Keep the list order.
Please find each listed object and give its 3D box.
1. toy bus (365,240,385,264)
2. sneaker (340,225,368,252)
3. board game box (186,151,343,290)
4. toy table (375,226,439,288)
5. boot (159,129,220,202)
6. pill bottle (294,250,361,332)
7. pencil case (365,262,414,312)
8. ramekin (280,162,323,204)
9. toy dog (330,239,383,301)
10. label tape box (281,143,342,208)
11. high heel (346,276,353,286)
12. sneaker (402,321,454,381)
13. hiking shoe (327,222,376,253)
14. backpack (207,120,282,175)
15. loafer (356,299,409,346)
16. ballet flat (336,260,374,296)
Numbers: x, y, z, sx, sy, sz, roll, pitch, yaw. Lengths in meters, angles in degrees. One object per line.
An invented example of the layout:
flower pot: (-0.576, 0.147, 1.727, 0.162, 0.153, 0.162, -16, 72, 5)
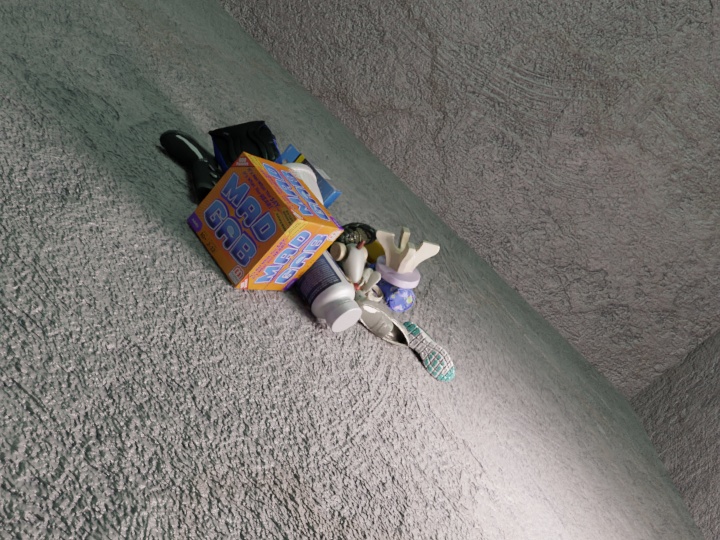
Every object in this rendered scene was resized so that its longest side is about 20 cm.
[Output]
toy bus: (0.061, -0.039, 1.998, 0.078, 0.065, 0.200, 49, -5, -37)
sneaker: (-0.037, -0.071, 1.933, 0.082, 0.074, 0.200, 36, 10, -31)
board game box: (-0.202, -0.098, 1.393, 0.200, 0.200, 0.200, 51, 18, 20)
toy table: (0.116, -0.042, 1.807, 0.183, 0.118, 0.200, 10, 21, -19)
boot: (-0.391, -0.232, 1.522, 0.165, 0.066, 0.200, 28, 28, -39)
pill bottle: (-0.083, 0.042, 1.497, 0.200, 0.111, 0.111, 54, 19, 27)
pencil case: (0.075, 0.048, 1.831, 0.200, 0.087, 0.078, -136, -146, -57)
ramekin: (-0.187, -0.162, 1.603, 0.200, 0.200, 0.105, 14, 45, -59)
toy dog: (0.000, 0.000, 1.708, 0.132, 0.096, 0.200, -25, 82, -43)
label tape box: (-0.173, -0.253, 1.912, 0.200, 0.144, 0.063, 48, 18, 11)
high heel: (-0.091, 0.008, 1.608, 0.143, 0.071, 0.200, 45, 0, -20)
sneaker: (0.194, 0.219, 1.793, 0.200, 0.078, 0.091, 51, 14, 14)
hiking shoe: (-0.051, -0.078, 1.798, 0.101, 0.199, 0.076, -92, 178, -52)
backpack: (-0.278, -0.272, 1.663, 0.168, 0.162, 0.200, 82, -18, -44)
loafer: (0.058, 0.137, 1.668, 0.200, 0.070, 0.070, 33, 12, -35)
ballet flat: (-0.007, 0.001, 1.821, 0.200, 0.072, 0.068, 55, 3, 31)
